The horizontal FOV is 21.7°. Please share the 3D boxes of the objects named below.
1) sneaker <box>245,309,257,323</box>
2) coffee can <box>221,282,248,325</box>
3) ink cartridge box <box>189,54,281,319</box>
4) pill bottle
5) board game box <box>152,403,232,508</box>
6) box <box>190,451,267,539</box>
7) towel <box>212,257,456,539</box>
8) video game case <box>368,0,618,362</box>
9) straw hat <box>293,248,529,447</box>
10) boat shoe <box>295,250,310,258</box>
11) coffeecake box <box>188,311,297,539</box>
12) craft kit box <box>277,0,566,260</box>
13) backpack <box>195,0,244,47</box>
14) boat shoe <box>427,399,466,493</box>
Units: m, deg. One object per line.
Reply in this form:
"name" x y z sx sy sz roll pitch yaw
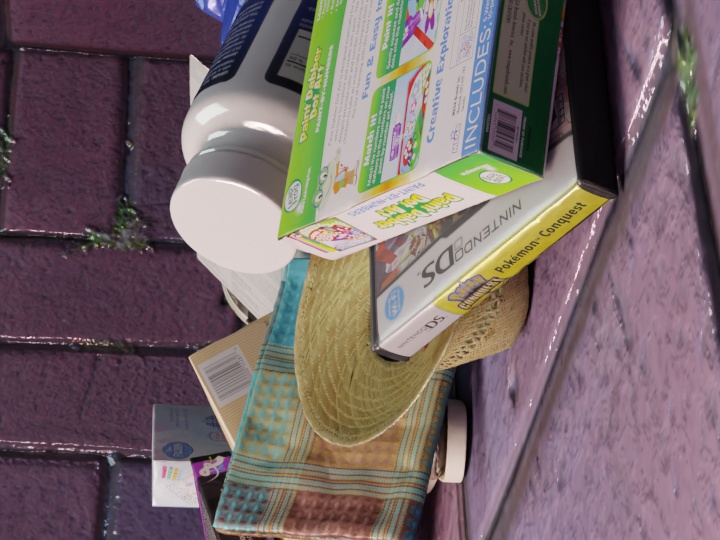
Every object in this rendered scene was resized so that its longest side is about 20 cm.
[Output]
"sneaker" -0.006 0.089 1.501 0.200 0.090 0.067 53 130 28
"coffee can" -0.039 -0.055 1.573 0.201 0.145 0.147 101 170 -50
"ink cartridge box" -0.069 -0.051 1.426 0.162 0.050 0.201 42 142 38
"pill bottle" -0.046 -0.098 1.167 0.111 0.110 0.201 102 -171 -52
"board game box" -0.078 0.157 1.589 0.200 0.197 0.044 -123 36 -79
"box" -0.076 0.232 1.296 0.200 0.036 0.144 -122 23 -65
"towel" -0.009 0.077 1.196 0.022 0.146 0.201 50 -132 -49
"video game case" 0.060 -0.080 0.967 0.181 0.025 0.201 -41 41 46
"straw hat" 0.048 0.012 1.056 0.201 0.085 0.203 -38 44 48
"boat shoe" 0.000 0.000 1.324 0.091 0.070 0.202 -38 -50 -47
"coffeecake box" -0.036 0.154 1.312 0.154 0.073 0.201 56 170 41
"craft kit box" 0.034 -0.122 0.969 0.197 0.048 0.202 -17 59 55
"backpack" -0.022 -0.238 1.296 0.163 0.167 0.201 -59 -3 -47
"boat shoe" 0.029 0.118 1.290 0.200 0.059 0.073 147 125 -81
